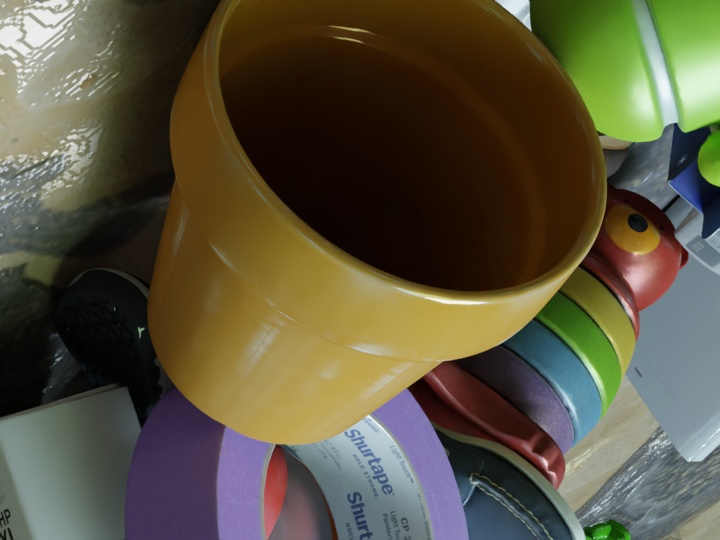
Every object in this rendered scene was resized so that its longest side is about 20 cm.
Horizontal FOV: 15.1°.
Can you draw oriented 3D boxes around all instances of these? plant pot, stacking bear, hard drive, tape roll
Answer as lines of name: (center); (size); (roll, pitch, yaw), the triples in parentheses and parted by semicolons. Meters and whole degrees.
plant pot: (-0.013, -0.018, 1.276); (0.199, 0.201, 0.183); (-13, 153, -36)
stacking bear: (0.114, 0.032, 1.570); (0.200, 0.121, 0.114); (-49, 169, -26)
hard drive: (0.238, 0.004, 1.678); (0.026, 0.132, 0.200); (4, 136, -52)
tape roll: (-0.029, 0.138, 1.378); (0.065, 0.201, 0.200); (-18, 167, 36)

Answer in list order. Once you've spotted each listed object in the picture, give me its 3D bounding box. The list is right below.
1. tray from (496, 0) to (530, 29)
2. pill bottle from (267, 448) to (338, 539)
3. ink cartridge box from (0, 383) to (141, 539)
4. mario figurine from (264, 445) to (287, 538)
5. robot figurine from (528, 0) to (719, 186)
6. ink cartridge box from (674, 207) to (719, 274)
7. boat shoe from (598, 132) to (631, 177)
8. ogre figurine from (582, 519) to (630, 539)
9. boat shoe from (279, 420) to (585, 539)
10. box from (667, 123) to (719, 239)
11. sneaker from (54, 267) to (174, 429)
tray: (0.142, -0.146, 1.430); (0.107, 0.022, 0.200); (-45, 153, 21)
pill bottle: (-0.003, 0.158, 1.688); (0.199, 0.114, 0.114); (-1, 140, -49)
ink cartridge box: (-0.152, 0.177, 1.407); (0.084, 0.201, 0.144); (-14, 170, -33)
mario figurine: (-0.139, 0.136, 1.566); (0.199, 0.107, 0.123); (-20, -170, -4)
robot figurine: (0.171, -0.133, 1.303); (0.199, 0.176, 0.116); (-19, -171, 4)
ink cartridge box: (0.262, -0.092, 1.516); (0.200, 0.050, 0.162); (-48, 177, -7)
boat shoe: (0.082, -0.070, 1.436); (0.070, 0.071, 0.200); (-47, 152, 19)
ogre figurine: (0.059, 0.174, 1.583); (0.200, 0.119, 0.099); (-37, 121, -40)
boat shoe: (0.031, 0.114, 1.496); (0.062, 0.200, 0.075); (-36, 155, -48)
box: (0.217, -0.105, 1.439); (0.121, 0.032, 0.200); (-44, -165, 26)
sneaker: (-0.104, 0.034, 1.432); (0.083, 0.072, 0.200); (-49, 161, -17)
